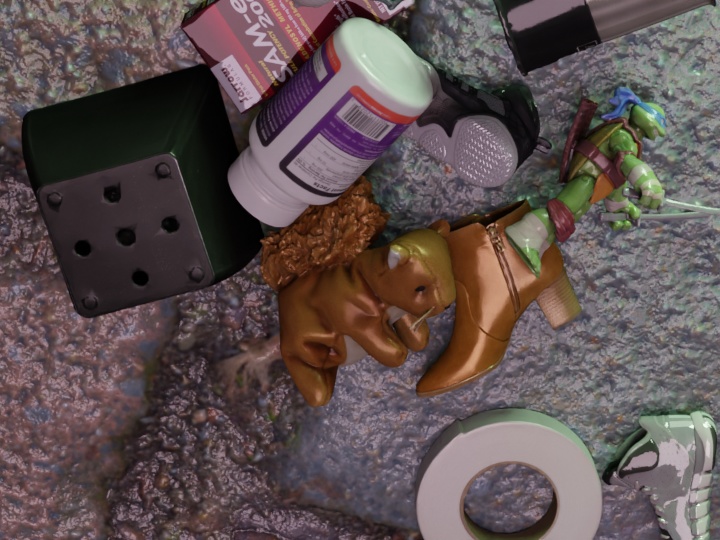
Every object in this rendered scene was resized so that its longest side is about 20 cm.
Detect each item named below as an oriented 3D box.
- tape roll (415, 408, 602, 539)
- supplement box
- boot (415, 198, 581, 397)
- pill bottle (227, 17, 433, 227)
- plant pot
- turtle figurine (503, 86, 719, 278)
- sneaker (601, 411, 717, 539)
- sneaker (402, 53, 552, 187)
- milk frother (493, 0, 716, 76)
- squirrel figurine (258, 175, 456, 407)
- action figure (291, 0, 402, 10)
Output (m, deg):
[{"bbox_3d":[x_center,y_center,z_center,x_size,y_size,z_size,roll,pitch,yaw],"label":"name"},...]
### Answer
[{"bbox_3d":[0.158,0.244,1.822,0.202,0.037,0.204,0,111,-1],"label":"tape roll"},{"bbox_3d":[-0.060,-0.250,1.626,0.200,0.061,0.109,-32,106,11],"label":"supplement box"},{"bbox_3d":[0.112,0.026,1.731,0.201,0.071,0.144,-31,102,4],"label":"boot"},{"bbox_3d":[-0.034,-0.133,1.604,0.111,0.112,0.200,39,121,-14],"label":"pill bottle"},{"bbox_3d":[-0.215,-0.059,1.631,0.199,0.178,0.201,-14,111,4],"label":"plant pot"},{"bbox_3d":[0.246,-0.053,1.636,0.194,0.144,0.200,-38,114,2],"label":"turtle figurine"},{"bbox_3d":[0.313,0.244,1.813,0.115,0.075,0.201,3,100,3],"label":"sneaker"},{"bbox_3d":[0.095,-0.160,1.657,0.200,0.114,0.076,42,127,21],"label":"sneaker"},{"bbox_3d":[0.198,-0.310,1.548,0.188,0.181,0.200,-19,115,10],"label":"milk frother"},{"bbox_3d":[0.000,0.000,1.659,0.187,0.141,0.200,-40,78,44],"label":"squirrel figurine"},{"bbox_3d":[-0.024,-0.327,1.519,0.200,0.105,0.194,27,96,-10],"label":"action figure"}]
